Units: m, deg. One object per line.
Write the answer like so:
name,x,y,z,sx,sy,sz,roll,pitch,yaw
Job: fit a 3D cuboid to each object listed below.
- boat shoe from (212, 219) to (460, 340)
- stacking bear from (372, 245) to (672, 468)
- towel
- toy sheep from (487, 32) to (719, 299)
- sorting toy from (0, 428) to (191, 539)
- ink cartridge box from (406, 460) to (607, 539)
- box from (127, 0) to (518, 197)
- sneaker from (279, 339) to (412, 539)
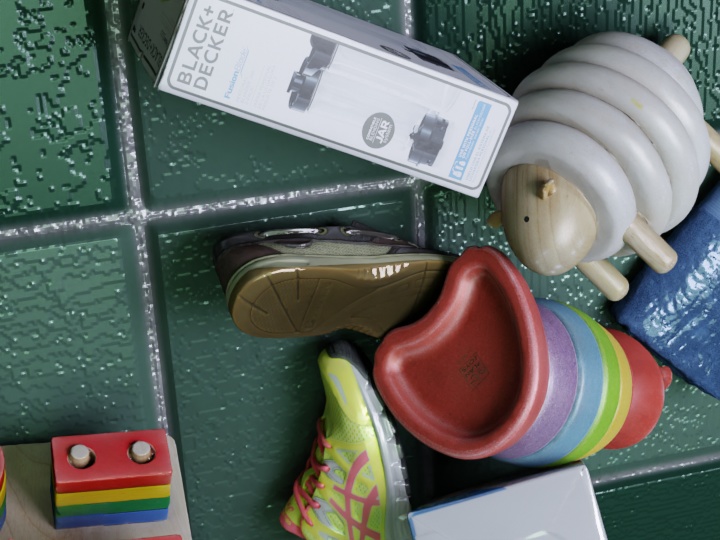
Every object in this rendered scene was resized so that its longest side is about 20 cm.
boat shoe,0.000,0.000,0.906,0.199,0.065,0.073,4,131,-38
stacking bear,0.125,0.071,0.936,0.199,0.114,0.122,12,127,-48
towel,0.268,-0.013,0.993,0.111,0.049,0.200,36,98,-25
toy sheep,0.149,-0.073,0.877,0.200,0.137,0.138,-51,123,-34
sorting toy,-0.191,0.169,0.837,0.197,0.201,0.070,-2,136,-16
ink cartridge box,0.101,0.171,0.959,0.114,0.200,0.068,-16,82,5
box,-0.024,-0.114,0.826,0.199,0.117,0.061,17,106,-21
sneaker,-0.013,0.143,0.959,0.089,0.078,0.202,-11,111,-2
